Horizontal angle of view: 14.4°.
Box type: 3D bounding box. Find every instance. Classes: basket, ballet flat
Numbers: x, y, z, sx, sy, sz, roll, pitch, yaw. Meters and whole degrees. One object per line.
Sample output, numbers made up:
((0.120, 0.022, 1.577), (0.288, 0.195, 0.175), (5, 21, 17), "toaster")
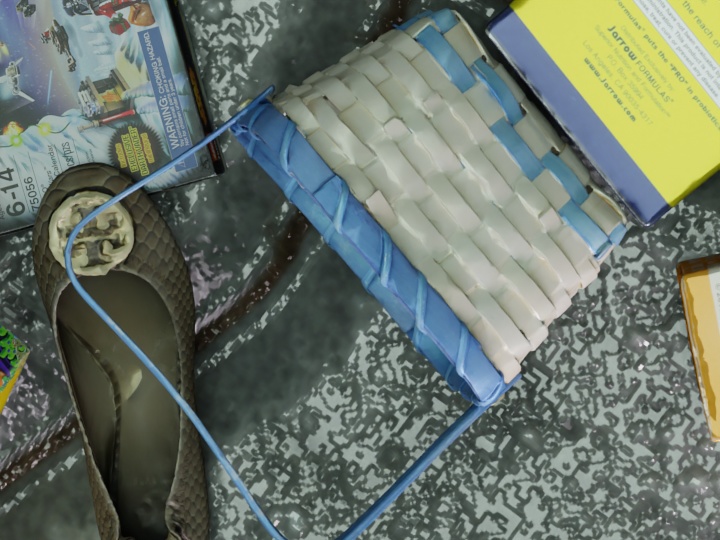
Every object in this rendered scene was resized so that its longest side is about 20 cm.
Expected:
((0.000, 0.000, 1.206), (0.200, 0.139, 0.176), (-38, 95, -8), "basket")
((-0.103, 0.052, 1.255), (0.067, 0.046, 0.200), (-6, 105, 6), "ballet flat")

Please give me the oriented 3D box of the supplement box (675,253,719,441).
((0.236, 0.013, 1.198), (0.200, 0.126, 0.074), (-11, 91, 5), "supplement box")

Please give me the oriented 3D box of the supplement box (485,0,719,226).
((0.163, -0.124, 1.204), (0.200, 0.109, 0.110), (-39, 90, 6), "supplement box")

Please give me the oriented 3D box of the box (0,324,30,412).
((-0.283, 0.059, 1.209), (0.200, 0.122, 0.193), (38, 60, 1), "box")

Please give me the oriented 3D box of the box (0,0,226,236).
((-0.152, -0.121, 1.268), (0.137, 0.040, 0.200), (-15, 93, 7), "box")
